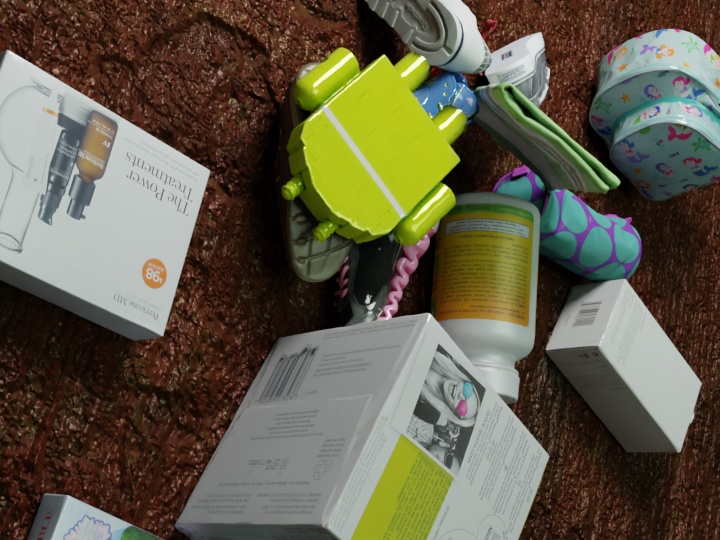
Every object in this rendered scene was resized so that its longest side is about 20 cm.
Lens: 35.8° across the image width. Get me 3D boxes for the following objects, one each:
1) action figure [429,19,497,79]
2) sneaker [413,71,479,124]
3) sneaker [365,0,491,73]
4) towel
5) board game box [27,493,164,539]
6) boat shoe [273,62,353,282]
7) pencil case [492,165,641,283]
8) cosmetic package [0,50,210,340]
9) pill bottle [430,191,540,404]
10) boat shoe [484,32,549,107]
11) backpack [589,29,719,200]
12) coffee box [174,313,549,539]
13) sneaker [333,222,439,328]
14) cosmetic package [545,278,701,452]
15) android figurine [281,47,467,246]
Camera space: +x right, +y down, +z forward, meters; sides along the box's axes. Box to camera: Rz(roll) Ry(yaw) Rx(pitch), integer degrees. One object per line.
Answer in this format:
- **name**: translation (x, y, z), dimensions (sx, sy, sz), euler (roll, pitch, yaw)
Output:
- **action figure**: translation (0.104, -0.275, 1.203), dimensions (0.065, 0.098, 0.204), euler (-19, 98, -45)
- **sneaker**: translation (0.055, -0.144, 1.094), dimensions (0.076, 0.104, 0.201), euler (52, 35, -21)
- **sneaker**: translation (0.063, -0.278, 1.146), dimensions (0.080, 0.076, 0.202), euler (4, 51, -45)
- **towel**: translation (0.171, -0.127, 1.107), dimensions (0.148, 0.200, 0.031), euler (39, 93, -6)
- **board game box**: translation (-0.189, 0.302, 0.850), dimensions (0.198, 0.041, 0.203), euler (34, 60, -35)
- **boat shoe**: translation (-0.045, -0.087, 1.038), dimensions (0.071, 0.067, 0.204), euler (5, 78, -25)
- **pencil case**: translation (0.244, -0.052, 1.303), dimensions (0.198, 0.084, 0.094), euler (26, 72, -39)
- **cosmetic package**: translation (-0.224, -0.053, 0.875), dimensions (0.199, 0.051, 0.153), euler (29, 66, -37)
- **pill bottle**: translation (0.127, 0.031, 1.156), dimensions (0.110, 0.110, 0.204), euler (18, 70, -40)
- **boat shoe**: translation (0.180, -0.214, 1.242), dimensions (0.069, 0.071, 0.200), euler (64, 15, -15)
- **backpack**: translation (0.387, -0.197, 1.407), dimensions (0.200, 0.176, 0.152), euler (43, 51, -25)
- **coffee box**: translation (0.007, 0.186, 0.950), dimensions (0.198, 0.198, 0.202), euler (47, 53, -27)
- **sneaker**: translation (0.000, 0.000, 1.080), dimensions (0.095, 0.079, 0.202), euler (33, 58, -9)
- **cosmetic package**: translation (0.321, 0.119, 1.347), dimensions (0.201, 0.084, 0.108), euler (50, 53, -26)
- **android figurine**: translation (0.011, -0.108, 1.009), dimensions (0.183, 0.041, 0.200), euler (51, 62, -12)
